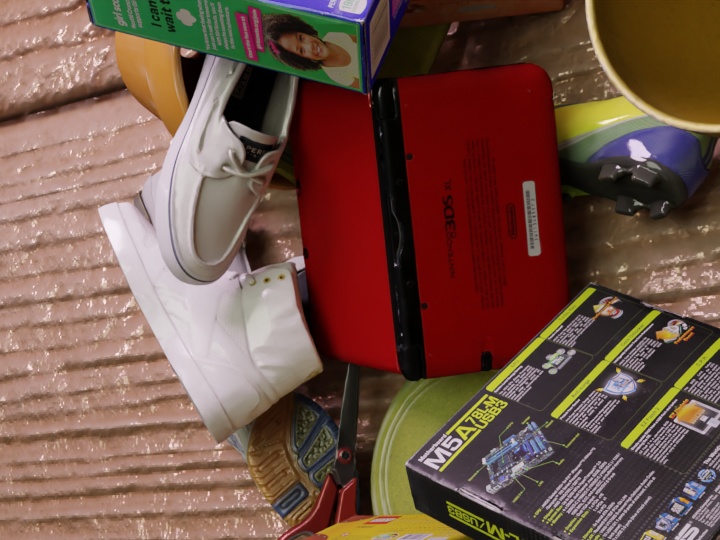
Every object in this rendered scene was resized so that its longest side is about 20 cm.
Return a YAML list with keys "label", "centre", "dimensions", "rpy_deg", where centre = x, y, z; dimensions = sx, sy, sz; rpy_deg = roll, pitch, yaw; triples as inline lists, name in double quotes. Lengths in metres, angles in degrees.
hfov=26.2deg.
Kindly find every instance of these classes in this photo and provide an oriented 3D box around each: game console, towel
- label: "game console"
  centre: [0.046, -0.037, 1.066]
  dimensions: [0.170, 0.119, 0.202]
  rpy_deg: [-7, 101, -5]
- label: "towel"
  centre: [0.008, -0.146, 1.146]
  dimensions: [0.201, 0.086, 0.018]
  rpy_deg: [-65, 22, -8]

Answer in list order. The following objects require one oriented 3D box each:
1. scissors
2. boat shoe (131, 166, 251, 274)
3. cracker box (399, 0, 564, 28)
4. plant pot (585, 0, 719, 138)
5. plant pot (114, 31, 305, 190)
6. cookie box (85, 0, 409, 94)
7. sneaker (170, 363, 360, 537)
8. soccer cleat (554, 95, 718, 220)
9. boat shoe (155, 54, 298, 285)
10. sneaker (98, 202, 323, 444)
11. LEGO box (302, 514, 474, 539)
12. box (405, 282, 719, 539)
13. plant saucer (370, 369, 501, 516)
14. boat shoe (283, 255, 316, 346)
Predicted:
- label: "scissors"
  centre: [-0.007, 0.148, 1.120]
  dimensions: [0.073, 0.014, 0.202]
  rpy_deg: [21, 85, -1]
- label: "boat shoe"
  centre: [-0.128, -0.032, 1.235]
  dimensions: [0.069, 0.074, 0.200]
  rpy_deg: [-56, 40, 13]
- label: "cracker box"
  centre: [0.070, -0.282, 1.126]
  dimensions: [0.132, 0.058, 0.202]
  rpy_deg: [-7, 71, -3]
- label: "plant pot"
  centre: [0.256, -0.163, 0.935]
  dimensions: [0.199, 0.141, 0.202]
  rpy_deg: [-10, 72, 35]
- label: "plant pot"
  centre: [-0.098, -0.172, 1.201]
  dimensions: [0.183, 0.199, 0.202]
  rpy_deg: [15, 88, 55]
- label: "cookie box"
  centre: [-0.063, -0.221, 1.025]
  dimensions: [0.198, 0.076, 0.172]
  rpy_deg: [14, 57, 12]
- label: "sneaker"
  centre: [-0.067, 0.119, 1.177]
  dimensions: [0.075, 0.088, 0.201]
  rpy_deg: [-35, 76, -9]
- label: "soccer cleat"
  centre: [0.156, -0.090, 1.062]
  dimensions: [0.199, 0.065, 0.084]
  rpy_deg: [19, 61, 44]
- label: "boat shoe"
  centre: [-0.083, -0.087, 1.068]
  dimensions: [0.065, 0.072, 0.202]
  rpy_deg: [8, 77, 56]
- label: "sneaker"
  centre: [-0.104, 0.014, 1.129]
  dimensions: [0.115, 0.074, 0.201]
  rpy_deg: [-31, 71, -7]
- label: "LEGO box"
  centre: [0.065, 0.239, 1.003]
  dimensions: [0.199, 0.077, 0.151]
  rpy_deg: [-7, 94, 37]
- label: "box"
  centre: [0.161, 0.104, 0.932]
  dimensions: [0.192, 0.048, 0.200]
  rpy_deg: [19, 48, 40]
- label: "plant saucer"
  centre: [0.079, 0.141, 1.073]
  dimensions: [0.199, 0.031, 0.202]
  rpy_deg: [-10, 73, 37]
- label: "boat shoe"
  centre: [0.000, 0.000, 1.143]
  dimensions: [0.199, 0.074, 0.061]
  rpy_deg: [-32, 61, 31]
